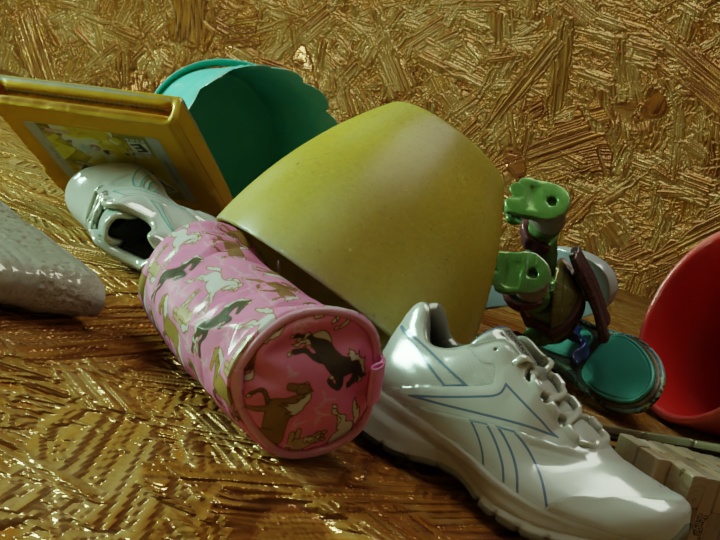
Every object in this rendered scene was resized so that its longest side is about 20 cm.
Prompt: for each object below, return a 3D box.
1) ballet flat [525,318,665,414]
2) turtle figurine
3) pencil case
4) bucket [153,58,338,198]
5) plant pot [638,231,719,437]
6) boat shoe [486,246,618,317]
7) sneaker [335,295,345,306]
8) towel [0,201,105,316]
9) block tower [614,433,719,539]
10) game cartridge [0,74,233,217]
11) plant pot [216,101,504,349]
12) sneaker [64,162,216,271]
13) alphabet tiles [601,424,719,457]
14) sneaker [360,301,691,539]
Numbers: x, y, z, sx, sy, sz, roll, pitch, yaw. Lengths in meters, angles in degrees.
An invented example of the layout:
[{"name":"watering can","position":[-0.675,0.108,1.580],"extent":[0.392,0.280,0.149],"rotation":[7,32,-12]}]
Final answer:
[{"name":"ballet flat","position":[0.229,0.091,0.959],"extent":[0.073,0.075,0.200],"rotation":[16,12,-24]},{"name":"turtle figurine","position":[0.118,0.002,0.894],"extent":[0.200,0.143,0.194],"rotation":[48,-10,23]},{"name":"pencil case","position":[-0.060,0.032,0.568],"extent":[0.083,0.086,0.200],"rotation":[57,-11,-26]},{"name":"bucket","position":[-0.137,-0.127,1.113],"extent":[0.205,0.210,0.134],"rotation":[14,3,-36]},{"name":"plant pot","position":[0.395,0.085,0.987],"extent":[0.176,0.202,0.200],"rotation":[28,3,-22]},{"name":"boat shoe","position":[0.182,0.009,1.024],"extent":[0.066,0.071,0.199],"rotation":[-17,5,-38]},{"name":"sneaker","position":[0.000,0.000,0.857],"extent":[0.197,0.079,0.100],"rotation":[-15,25,1]},{"name":"towel","position":[-0.256,-0.020,0.628],"extent":[0.132,0.035,0.199],"rotation":[11,12,-43]},{"name":"block tower","position":[0.229,0.144,0.581],"extent":[0.198,0.059,0.054],"rotation":[14,8,-24]},{"name":"game cartridge","position":[-0.214,-0.099,0.928],"extent":[0.174,0.033,0.201],"rotation":[9,-24,13]},{"name":"plant pot","position":[0.020,-0.031,0.717],"extent":[0.199,0.143,0.200],"rotation":[35,-8,6]},{"name":"sneaker","position":[-0.192,-0.045,0.845],"extent":[0.199,0.071,0.080],"rotation":[25,12,38]},{"name":"alphabet tiles","position":[0.226,0.122,0.700],"extent":[0.166,0.008,0.199],"rotation":[3,-11,46]},{"name":"sneaker","position":[0.081,0.080,0.537],"extent":[0.199,0.088,0.074],"rotation":[25,7,32]}]
